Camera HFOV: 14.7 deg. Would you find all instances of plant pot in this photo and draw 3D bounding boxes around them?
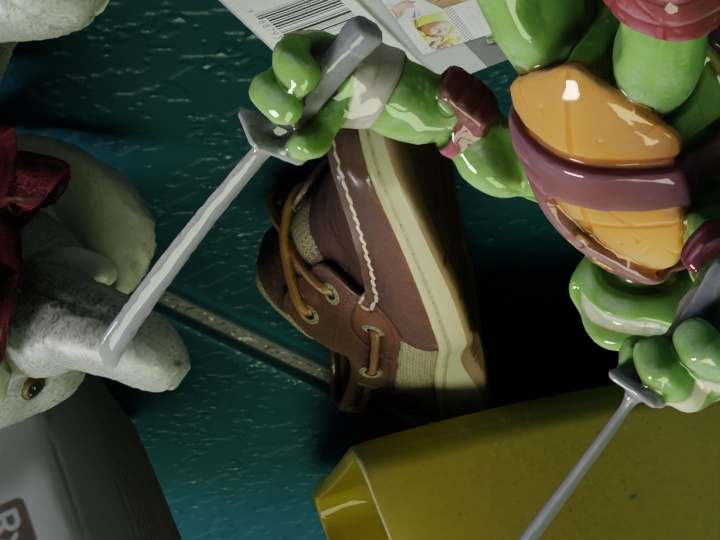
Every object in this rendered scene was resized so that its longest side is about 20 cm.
[{"bbox_3d":[0.105,0.136,1.036,0.175,0.201,0.200,-21,173,-8],"label":"plant pot"}]

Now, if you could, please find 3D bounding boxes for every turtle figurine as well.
[{"bbox_3d":[0.035,-0.029,0.686,0.199,0.144,0.195,-15,130,-10],"label":"turtle figurine"}]

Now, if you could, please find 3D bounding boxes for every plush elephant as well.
[{"bbox_3d":[-0.121,-0.003,0.819,0.155,0.165,0.199,39,159,-33],"label":"plush elephant"}]

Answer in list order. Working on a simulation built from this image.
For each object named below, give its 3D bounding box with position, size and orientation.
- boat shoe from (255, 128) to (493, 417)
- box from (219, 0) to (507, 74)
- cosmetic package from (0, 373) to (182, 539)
[{"bbox_3d":[0.000,0.000,0.933,0.071,0.073,0.200,-9,157,4],"label":"boat shoe"},{"bbox_3d":[0.045,-0.120,0.753,0.199,0.041,0.156,-18,148,23],"label":"box"},{"bbox_3d":[-0.154,0.112,0.968,0.164,0.165,0.200,-26,148,1],"label":"cosmetic package"}]
